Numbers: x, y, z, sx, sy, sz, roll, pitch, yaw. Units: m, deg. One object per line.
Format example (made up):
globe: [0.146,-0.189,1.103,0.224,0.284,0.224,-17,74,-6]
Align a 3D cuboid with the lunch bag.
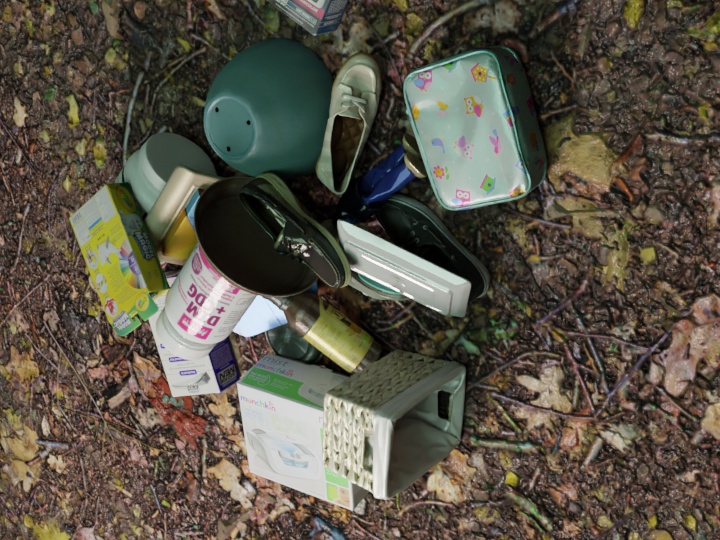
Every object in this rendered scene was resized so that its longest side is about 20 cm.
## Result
lunch bag: [0.144,-0.184,1.438,0.159,0.077,0.203,-10,102,37]

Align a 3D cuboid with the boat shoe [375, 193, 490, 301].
boat shoe: [0.092,-0.032,1.541,0.199,0.056,0.069,40,125,14]

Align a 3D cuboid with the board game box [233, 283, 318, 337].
board game box: [-0.155,0.011,1.696,0.198,0.039,0.159,-21,115,27]

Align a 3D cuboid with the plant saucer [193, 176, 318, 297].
plant saucer: [-0.144,-0.041,1.563,0.201,0.200,0.035,49,135,8]

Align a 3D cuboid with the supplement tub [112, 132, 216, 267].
supplement tub: [-0.320,-0.100,1.734,0.141,0.140,0.200,49,126,8]

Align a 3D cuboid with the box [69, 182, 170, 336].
box: [-0.351,-0.015,1.655,0.117,0.048,0.202,-31,76,40]

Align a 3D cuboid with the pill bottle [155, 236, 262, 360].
pill bottle: [-0.216,0.033,1.632,0.113,0.113,0.201,45,127,10]

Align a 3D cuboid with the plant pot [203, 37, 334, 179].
plant pot: [-0.143,-0.215,1.578,0.198,0.134,0.203,12,113,29]

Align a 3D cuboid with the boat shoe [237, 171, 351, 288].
boat shoe: [-0.093,-0.046,1.534,0.200,0.065,0.074,47,143,16]

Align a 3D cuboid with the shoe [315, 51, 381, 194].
shoe: [-0.013,-0.197,1.531,0.069,0.054,0.202,7,120,-16]

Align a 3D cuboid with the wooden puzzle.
wooden puzzle: [-0.215,-0.062,1.668,0.185,0.198,0.038,-51,38,35]

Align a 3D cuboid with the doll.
doll: [0.008,-0.097,1.543,0.048,0.138,0.200,32,126,-28]

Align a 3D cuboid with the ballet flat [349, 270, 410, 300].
ballet flat: [0.000,0.000,1.621,0.198,0.068,0.064,28,148,23]

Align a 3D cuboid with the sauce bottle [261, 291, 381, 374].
sauce bottle: [-0.061,0.077,1.644,0.199,0.065,0.065,38,126,-8]

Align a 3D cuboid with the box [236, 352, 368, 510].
box: [-0.075,0.242,1.718,0.198,0.097,0.179,15,126,28]

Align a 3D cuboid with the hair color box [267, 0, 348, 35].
hair color box: [-0.045,-0.425,1.481,0.100,0.060,0.201,37,123,16]

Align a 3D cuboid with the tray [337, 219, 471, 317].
tray: [0.053,0.004,1.507,0.198,0.022,0.108,26,157,13]

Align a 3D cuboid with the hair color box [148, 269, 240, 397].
hair color box: [-0.279,0.100,1.831,0.108,0.065,0.203,-8,101,34]

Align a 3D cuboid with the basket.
basket: [0.046,0.207,1.576,0.122,0.199,0.137,17,117,32]

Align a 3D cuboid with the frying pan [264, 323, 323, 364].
frying pan: [-0.130,0.071,1.746,0.190,0.031,0.115,46,124,7]
